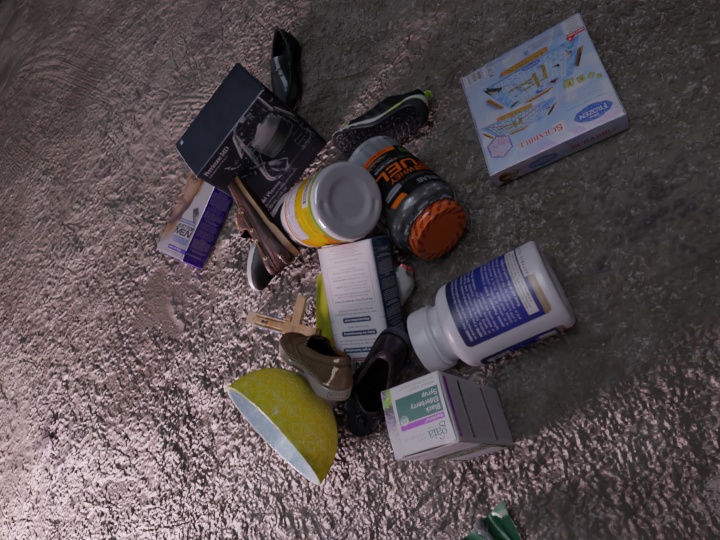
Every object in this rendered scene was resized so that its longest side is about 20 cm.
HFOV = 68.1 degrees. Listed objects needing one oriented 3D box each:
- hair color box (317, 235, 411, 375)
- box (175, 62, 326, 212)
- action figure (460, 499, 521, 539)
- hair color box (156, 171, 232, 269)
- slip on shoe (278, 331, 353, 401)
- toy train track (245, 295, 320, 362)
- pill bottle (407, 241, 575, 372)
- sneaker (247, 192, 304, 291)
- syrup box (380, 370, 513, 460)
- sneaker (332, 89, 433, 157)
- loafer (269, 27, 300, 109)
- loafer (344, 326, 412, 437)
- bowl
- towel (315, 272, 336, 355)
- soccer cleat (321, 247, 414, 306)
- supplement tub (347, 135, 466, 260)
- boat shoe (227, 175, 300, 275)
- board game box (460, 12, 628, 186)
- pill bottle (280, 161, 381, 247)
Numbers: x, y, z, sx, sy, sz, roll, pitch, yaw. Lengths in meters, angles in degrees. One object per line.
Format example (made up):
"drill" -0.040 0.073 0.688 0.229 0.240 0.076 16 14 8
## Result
"hair color box" 0.006 0.056 0.812 0.099 0.060 0.203 -8 93 31
"box" -0.208 -0.245 1.032 0.200 0.196 0.124 -49 53 9
"action figure" 0.192 0.391 0.617 0.118 0.055 0.200 -48 57 6
"hair color box" -0.359 -0.117 1.170 0.108 0.065 0.202 18 82 38
"slip on shoe" -0.068 0.122 0.794 0.200 0.075 0.062 -147 64 -62
"toy train track" -0.136 0.102 0.958 0.198 0.032 0.116 7 80 44
"pill bottle" 0.168 0.058 0.712 0.198 0.119 0.121 -28 59 22
"sneaker" -0.138 -0.049 0.988 0.098 0.071 0.202 17 78 42
"syrup box" 0.112 0.183 0.652 0.078 0.199 0.082 -26 60 24
"sneaker" 0.043 -0.267 0.966 0.198 0.072 0.084 -15 41 28
"loafer" -0.170 -0.432 1.154 0.067 0.070 0.204 -13 66 30
"loafer" 0.013 0.170 0.756 0.071 0.063 0.202 28 122 13
"bowl" -0.098 0.214 0.815 0.199 0.202 0.108 26 58 38
"towel" -0.052 0.094 0.883 0.086 0.018 0.203 -34 53 58
"soccer cleat" 0.000 0.000 0.883 0.199 0.069 0.078 26 92 35
"supplement tub" 0.068 -0.115 0.842 0.123 0.122 0.200 -48 54 9
"boat shoe" -0.187 -0.082 0.946 0.070 0.070 0.201 -40 66 6
"board game box" 0.269 -0.257 0.809 0.198 0.041 0.202 -22 61 26
"pill bottle" -0.058 -0.095 0.836 0.199 0.110 0.113 -4 67 64
